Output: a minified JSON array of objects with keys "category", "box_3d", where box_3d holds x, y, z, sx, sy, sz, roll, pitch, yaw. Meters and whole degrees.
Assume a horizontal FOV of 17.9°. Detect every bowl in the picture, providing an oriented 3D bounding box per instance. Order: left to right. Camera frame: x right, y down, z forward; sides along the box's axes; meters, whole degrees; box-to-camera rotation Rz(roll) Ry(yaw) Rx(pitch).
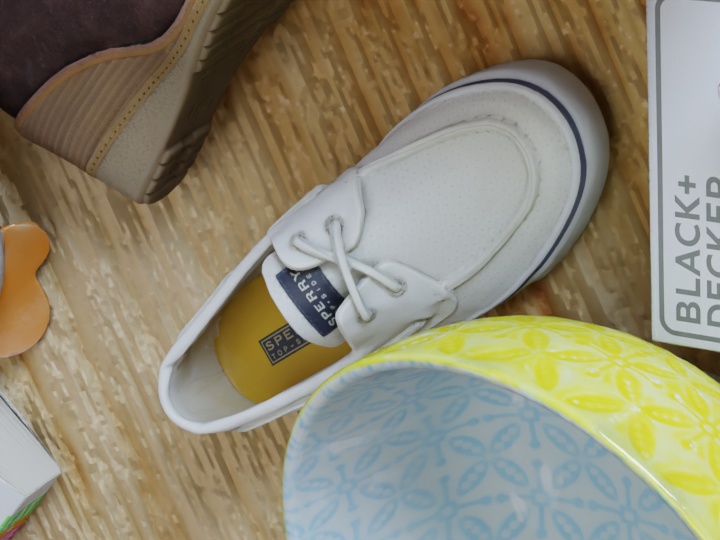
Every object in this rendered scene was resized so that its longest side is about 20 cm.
[{"category":"bowl","box_3d":[0.083,0.090,0.719,0.200,0.108,0.201,27,134,33]}]

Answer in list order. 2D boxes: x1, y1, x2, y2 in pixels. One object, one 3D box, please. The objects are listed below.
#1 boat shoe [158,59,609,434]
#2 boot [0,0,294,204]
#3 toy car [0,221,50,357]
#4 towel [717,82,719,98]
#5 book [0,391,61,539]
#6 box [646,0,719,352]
[{"category":"boat shoe","box_3d":[0.000,0.000,0.772,0.200,0.070,0.071,-34,88,39]},{"category":"boot","box_3d":[-0.097,-0.133,0.782,0.166,0.072,0.200,43,131,10]},{"category":"toy car","box_3d":[-0.189,-0.024,0.851,0.177,0.200,0.185,-47,44,20]},{"category":"towel","box_3d":[0.199,-0.050,0.562,0.146,0.030,0.200,52,128,6]},{"category":"book","box_3d":[-0.222,0.099,0.987,0.134,0.048,0.200,47,129,7]},{"category":"box","box_3d":[0.182,-0.026,0.641,0.200,0.060,0.117,11,114,32]}]
